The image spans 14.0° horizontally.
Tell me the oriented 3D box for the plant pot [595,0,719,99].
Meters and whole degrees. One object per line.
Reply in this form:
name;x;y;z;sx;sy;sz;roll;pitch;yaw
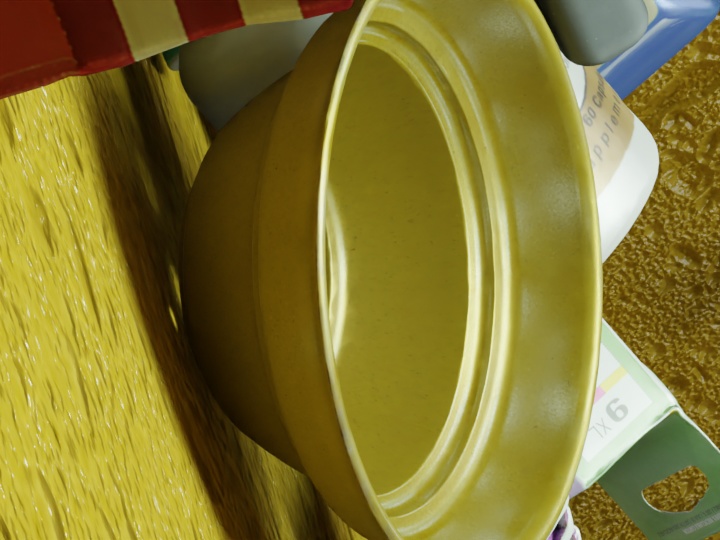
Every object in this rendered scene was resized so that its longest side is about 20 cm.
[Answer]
plant pot;0.035;-0.127;1.251;0.200;0.200;0.180;49;13;-6

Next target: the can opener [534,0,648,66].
can opener;0.026;-0.145;0.933;0.200;0.067;0.053;63;-9;-30

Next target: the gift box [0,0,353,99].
gift box;-0.046;-0.157;0.419;0.187;0.184;0.200;-102;179;-52

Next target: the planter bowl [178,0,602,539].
planter bowl;0.000;0.000;0.916;0.200;0.083;0.201;8;81;-61

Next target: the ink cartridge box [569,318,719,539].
ink cartridge box;0.056;0.046;1.147;0.200;0.059;0.104;48;-26;0

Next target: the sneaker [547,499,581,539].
sneaker;0.071;0.116;1.088;0.114;0.073;0.200;35;-19;7

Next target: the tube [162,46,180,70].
tube;-0.089;-0.176;1.124;0.077;0.050;0.200;102;-36;-81

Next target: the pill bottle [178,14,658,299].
pill bottle;0.002;-0.076;1.022;0.200;0.114;0.114;47;11;-18
